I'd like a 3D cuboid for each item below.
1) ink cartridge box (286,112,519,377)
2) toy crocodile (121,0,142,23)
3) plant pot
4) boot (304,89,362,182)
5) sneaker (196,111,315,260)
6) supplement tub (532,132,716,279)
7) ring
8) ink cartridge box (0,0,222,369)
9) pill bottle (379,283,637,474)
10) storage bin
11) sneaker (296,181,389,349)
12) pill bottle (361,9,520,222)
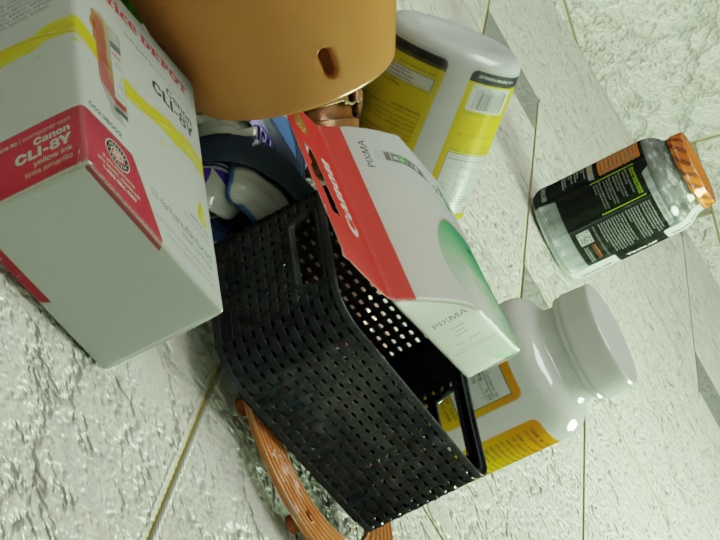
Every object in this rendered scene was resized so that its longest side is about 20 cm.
[{"bbox_3d":[0.024,-0.035,1.453,0.200,0.050,0.161,48,15,-54],"label":"ink cartridge box"},{"bbox_3d":[-0.182,-0.189,1.432,0.068,0.062,0.200,65,11,0],"label":"toy crocodile"},{"bbox_3d":[-0.060,-0.185,1.376,0.200,0.200,0.140,-83,161,-64],"label":"plant pot"},{"bbox_3d":[-0.046,-0.145,1.584,0.200,0.077,0.156,19,66,-75],"label":"boot"},{"bbox_3d":[-0.094,-0.103,1.474,0.147,0.080,0.200,-72,147,-55],"label":"sneaker"},{"bbox_3d":[0.320,-0.081,2.642,0.123,0.200,0.123,56,17,-28],"label":"supplement tub"},{"bbox_3d":[-0.033,0.125,1.466,0.201,0.019,0.201,55,17,-26],"label":"ring"},{"bbox_3d":[-0.156,-0.069,1.250,0.145,0.083,0.200,50,19,-42],"label":"ink cartridge box"},{"bbox_3d":[0.097,0.088,1.612,0.111,0.200,0.111,56,17,-27],"label":"pill bottle"},{"bbox_3d":[-0.009,0.060,1.444,0.200,0.094,0.135,50,19,-37],"label":"storage bin"},{"bbox_3d":[0.000,0.000,1.624,0.200,0.105,0.075,48,19,-48],"label":"sneaker"},{"bbox_3d":[0.040,-0.093,1.699,0.112,0.200,0.112,20,15,-6],"label":"pill bottle"}]
